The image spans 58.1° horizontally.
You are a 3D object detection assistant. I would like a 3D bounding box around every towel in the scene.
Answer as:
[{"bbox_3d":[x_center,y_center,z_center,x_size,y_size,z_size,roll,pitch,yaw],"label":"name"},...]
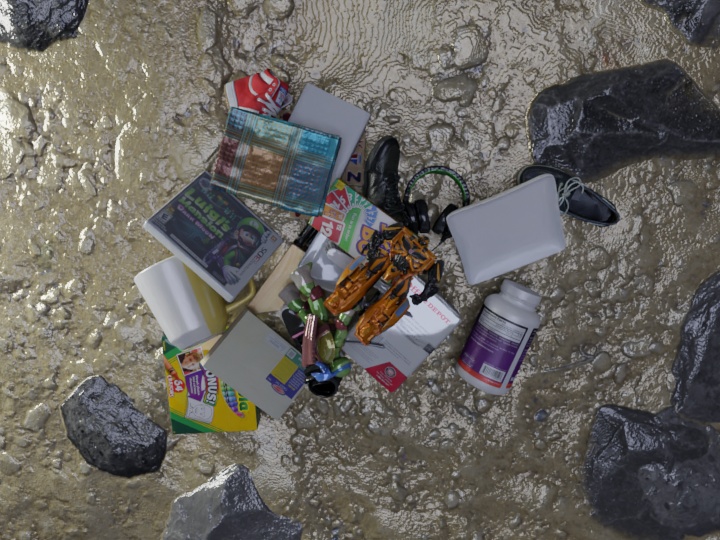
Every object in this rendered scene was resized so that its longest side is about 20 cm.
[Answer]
[{"bbox_3d":[-0.142,-0.184,1.105,0.197,0.022,0.149,15,86,-8],"label":"towel"}]

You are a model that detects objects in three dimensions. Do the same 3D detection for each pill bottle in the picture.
[{"bbox_3d":[0.266,0.125,1.228,0.111,0.113,0.202,22,101,-3],"label":"pill bottle"}]

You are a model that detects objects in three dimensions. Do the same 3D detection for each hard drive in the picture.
[{"bbox_3d":[-0.083,-0.220,1.177,0.131,0.025,0.202,26,87,3],"label":"hard drive"}]

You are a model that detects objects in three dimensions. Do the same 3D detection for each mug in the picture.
[{"bbox_3d":[-0.301,0.051,1.184,0.185,0.149,0.155,-25,86,22],"label":"mug"}]

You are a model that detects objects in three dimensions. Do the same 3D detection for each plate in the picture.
[{"bbox_3d":[0.267,-0.076,1.186,0.198,0.033,0.200,-21,135,8],"label":"plate"}]

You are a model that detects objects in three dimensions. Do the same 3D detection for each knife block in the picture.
[{"bbox_3d":[-0.126,-0.020,1.231,0.197,0.064,0.178,-7,101,3],"label":"knife block"}]

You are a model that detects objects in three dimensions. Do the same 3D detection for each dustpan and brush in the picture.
[{"bbox_3d":[0.000,0.000,1.173,0.199,0.057,0.140,32,101,-10],"label":"dustpan and brush"}]

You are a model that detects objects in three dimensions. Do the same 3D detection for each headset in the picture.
[{"bbox_3d":[0.136,-0.093,1.195,0.122,0.094,0.203,8,90,0],"label":"headset"}]

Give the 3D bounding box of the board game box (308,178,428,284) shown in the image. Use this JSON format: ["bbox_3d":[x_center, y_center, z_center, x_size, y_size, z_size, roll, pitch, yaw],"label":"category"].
[{"bbox_3d":[0.013,-0.063,1.122,0.199,0.030,0.096,36,102,9],"label":"board game box"}]

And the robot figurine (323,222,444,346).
[{"bbox_3d":[0.043,0.017,1.052,0.145,0.058,0.200,43,85,8],"label":"robot figurine"}]

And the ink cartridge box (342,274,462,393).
[{"bbox_3d":[0.074,0.107,1.242,0.145,0.083,0.200,42,100,-6],"label":"ink cartridge box"}]

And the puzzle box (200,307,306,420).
[{"bbox_3d":[-0.189,0.182,1.243,0.133,0.025,0.200,-50,118,-8],"label":"puzzle box"}]

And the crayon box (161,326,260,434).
[{"bbox_3d":[-0.292,0.217,1.285,0.170,0.058,0.203,-3,102,2],"label":"crayon box"}]

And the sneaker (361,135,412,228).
[{"bbox_3d":[0.053,-0.133,1.165,0.076,0.114,0.202,-5,118,-43],"label":"sneaker"}]

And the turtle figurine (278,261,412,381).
[{"bbox_3d":[-0.042,0.080,1.147,0.199,0.144,0.195,-36,77,-7],"label":"turtle figurine"}]

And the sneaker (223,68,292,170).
[{"bbox_3d":[-0.166,-0.265,1.148,0.111,0.071,0.202,-21,75,9],"label":"sneaker"}]

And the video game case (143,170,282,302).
[{"bbox_3d":[-0.259,-0.067,1.176,0.200,0.182,0.023,42,135,-7],"label":"video game case"}]

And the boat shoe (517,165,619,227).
[{"bbox_3d":[0.385,-0.135,1.198,0.198,0.062,0.075,30,102,-5],"label":"boat shoe"}]

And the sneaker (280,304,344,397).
[{"bbox_3d":[-0.089,0.155,1.220,0.070,0.100,0.201,-23,119,20],"label":"sneaker"}]

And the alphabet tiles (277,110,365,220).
[{"bbox_3d":[-0.076,-0.192,1.193,0.164,0.008,0.203,3,84,0],"label":"alphabet tiles"}]
